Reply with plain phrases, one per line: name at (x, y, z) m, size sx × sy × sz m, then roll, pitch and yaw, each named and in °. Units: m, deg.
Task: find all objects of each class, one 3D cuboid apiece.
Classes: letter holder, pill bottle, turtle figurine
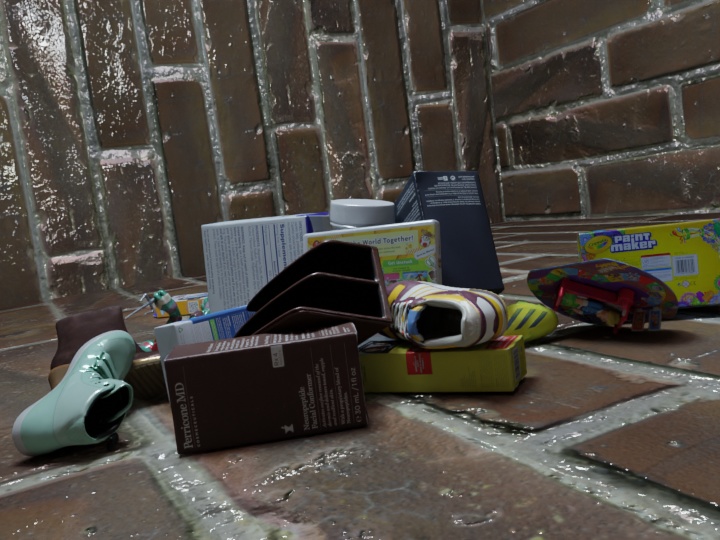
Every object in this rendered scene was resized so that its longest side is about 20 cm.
letter holder at (-0.082, 0.051, 0.860) m, size 0.141 × 0.102 × 0.200 m, roll 9°, pitch -31°, yaw -37°
pill bottle at (0.000, 0.000, 1.053) m, size 0.112 × 0.203 × 0.113 m, roll 2°, pitch 11°, yaw 0°
turtle figurine at (-0.314, 0.109, 1.170) m, size 0.150 × 0.101 × 0.199 m, roll -50°, pitch -17°, yaw 25°

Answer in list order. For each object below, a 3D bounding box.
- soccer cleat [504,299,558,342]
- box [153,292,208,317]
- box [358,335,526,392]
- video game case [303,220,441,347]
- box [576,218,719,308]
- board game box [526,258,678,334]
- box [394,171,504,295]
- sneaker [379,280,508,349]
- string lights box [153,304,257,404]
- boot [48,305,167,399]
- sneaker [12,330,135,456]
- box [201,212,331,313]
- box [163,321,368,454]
soccer cleat at (0.183, 0.088, 0.970) m, size 0.197 × 0.065 × 0.084 m, roll 0°, pitch 42°, yaw -16°
box at (-0.421, 0.083, 1.800) m, size 0.197 × 0.042 × 0.119 m, roll -4°, pitch 6°, yaw 10°
box at (0.089, 0.110, 0.839) m, size 0.198 × 0.051 × 0.075 m, roll -4°, pitch 6°, yaw 27°
video game case at (0.013, 0.035, 0.949) m, size 0.198 × 0.185 × 0.023 m, roll -5°, pitch -7°, yaw 27°
box at (0.442, -0.008, 1.104) m, size 0.197 × 0.124 × 0.192 m, roll -6°, pitch 1°, yaw 16°
board game box at (0.317, 0.047, 0.961) m, size 0.157 × 0.039 × 0.199 m, roll 35°, pitch -27°, yaw -29°
box at (0.110, -0.019, 1.058) m, size 0.103 × 0.184 × 0.200 m, roll -2°, pitch -21°, yaw -16°
sneaker at (0.067, 0.051, 0.827) m, size 0.198 × 0.076 × 0.090 m, roll -4°, pitch 2°, yaw 43°
string lights box at (-0.166, 0.103, 0.960) m, size 0.199 × 0.104 × 0.059 m, roll -12°, pitch 1°, yaw -44°
boot at (-0.333, 0.104, 0.993) m, size 0.197 × 0.073 × 0.167 m, roll -15°, pitch 44°, yaw -7°
sneaker at (-0.288, 0.135, 0.822) m, size 0.117 × 0.074 × 0.201 m, roll -10°, pitch 27°, yaw 22°
box at (-0.148, 0.005, 1.186) m, size 0.197 × 0.187 × 0.105 m, roll -3°, pitch 5°, yaw 21°
box at (-0.096, 0.119, 0.747) m, size 0.197 × 0.102 × 0.075 m, roll -8°, pitch 6°, yaw -4°
